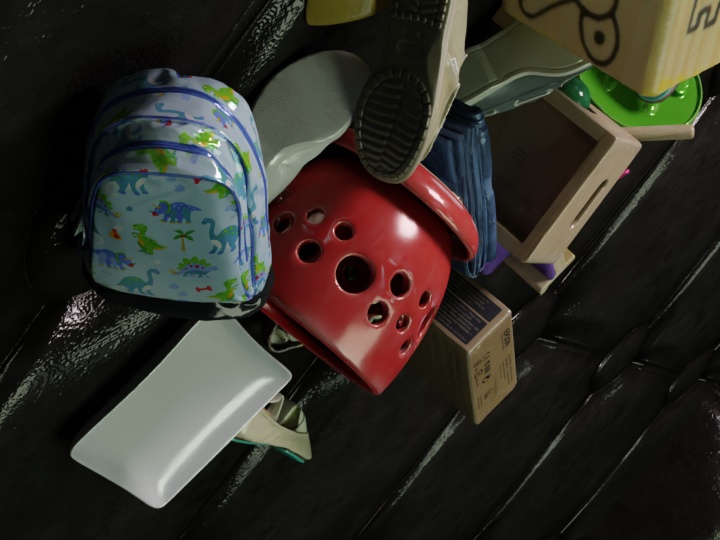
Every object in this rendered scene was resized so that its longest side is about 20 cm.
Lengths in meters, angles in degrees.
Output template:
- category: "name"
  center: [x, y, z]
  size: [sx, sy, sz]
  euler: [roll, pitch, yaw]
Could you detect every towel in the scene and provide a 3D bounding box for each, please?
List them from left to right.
- category: "towel"
  center: [0.079, -0.089, 1.431]
  size: [0.048, 0.111, 0.201]
  euler: [-39, 142, -24]

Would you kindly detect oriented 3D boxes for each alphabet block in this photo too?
- category: "alphabet block"
  center: [0.265, -0.308, 1.318]
  size: [0.196, 0.195, 0.201]
  euler: [-27, 141, -32]

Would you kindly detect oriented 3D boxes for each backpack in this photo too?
- category: "backpack"
  center: [-0.142, -0.056, 1.122]
  size: [0.154, 0.162, 0.201]
  euler: [-79, 179, -59]

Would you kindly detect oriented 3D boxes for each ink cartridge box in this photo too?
- category: "ink cartridge box"
  center: [0.090, 0.063, 1.644]
  size: [0.075, 0.165, 0.200]
  euler: [-42, 156, -14]

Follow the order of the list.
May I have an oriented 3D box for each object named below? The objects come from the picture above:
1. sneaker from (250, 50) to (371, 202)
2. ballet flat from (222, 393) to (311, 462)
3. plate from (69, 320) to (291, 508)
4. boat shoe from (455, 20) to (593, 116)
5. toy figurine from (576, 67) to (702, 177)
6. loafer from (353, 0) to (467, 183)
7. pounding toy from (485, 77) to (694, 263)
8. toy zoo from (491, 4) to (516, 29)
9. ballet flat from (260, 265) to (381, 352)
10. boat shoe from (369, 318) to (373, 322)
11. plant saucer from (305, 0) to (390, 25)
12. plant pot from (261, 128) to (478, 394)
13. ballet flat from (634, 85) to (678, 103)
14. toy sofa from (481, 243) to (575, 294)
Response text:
- category: "sneaker"
  center: [-0.070, -0.108, 1.272]
  size: [0.200, 0.075, 0.089]
  euler: [-44, 172, -4]
- category: "ballet flat"
  center: [-0.095, 0.168, 1.632]
  size: [0.070, 0.069, 0.200]
  euler: [-49, 155, 4]
- category: "plate"
  center: [-0.179, 0.133, 1.459]
  size: [0.200, 0.032, 0.200]
  euler: [-45, 150, -4]
- category: "boat shoe"
  center: [0.161, -0.198, 1.427]
  size: [0.199, 0.073, 0.062]
  euler: [-21, 159, 7]
- category: "toy figurine"
  center: [0.292, -0.187, 1.691]
  size: [0.201, 0.150, 0.184]
  euler: [-61, 180, -32]
- category: "loafer"
  center: [0.052, -0.166, 1.219]
  size: [0.068, 0.075, 0.201]
  euler: [-24, 137, -53]
- category: "pounding toy"
  center: [0.202, -0.124, 1.520]
  size: [0.200, 0.184, 0.142]
  euler: [-54, 160, 15]
- category: "toy zoo"
  center: [0.217, -0.281, 1.512]
  size: [0.131, 0.020, 0.200]
  euler: [-53, 155, 13]
- category: "ballet flat"
  center: [-0.012, 0.030, 1.469]
  size: [0.199, 0.071, 0.069]
  euler: [-27, 125, 14]
- category: "boat shoe"
  center: [0.000, 0.000, 1.520]
  size: [0.063, 0.073, 0.201]
  euler: [-29, 154, -39]
- category: "plant saucer"
  center: [0.052, -0.297, 1.193]
  size: [0.199, 0.048, 0.201]
  euler: [-31, 151, -30]
- category: "plant pot"
  center: [-0.009, -0.017, 1.345]
  size: [0.183, 0.200, 0.201]
  euler: [-53, 156, -9]
- category: "ballet flat"
  center: [0.328, -0.281, 1.574]
  size: [0.068, 0.068, 0.201]
  euler: [-39, 136, -69]
- category: "toy sofa"
  center: [0.185, -0.040, 1.742]
  size: [0.098, 0.083, 0.200]
  euler: [-45, 155, -6]
